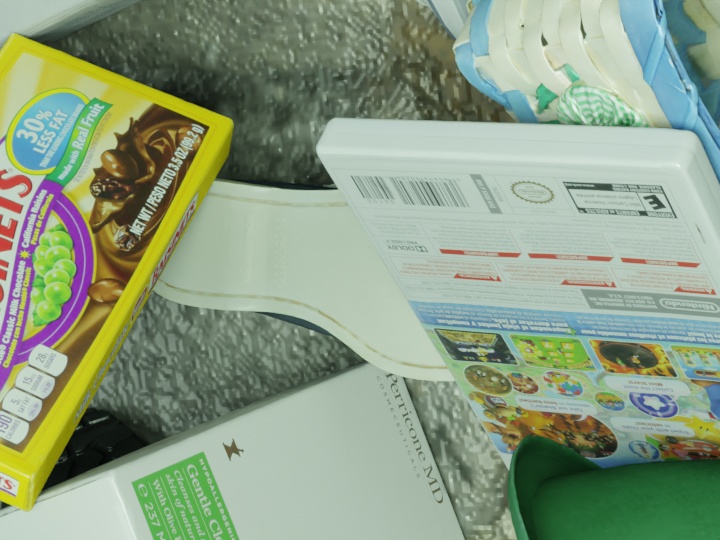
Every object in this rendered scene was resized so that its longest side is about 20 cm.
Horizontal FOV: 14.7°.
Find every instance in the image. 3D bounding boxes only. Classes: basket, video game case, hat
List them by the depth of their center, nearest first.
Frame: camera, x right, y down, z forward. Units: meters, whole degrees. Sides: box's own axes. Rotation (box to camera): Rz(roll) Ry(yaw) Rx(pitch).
[{"bbox_3d":[0.149,-0.080,0.954,0.199,0.140,0.176,-17,130,38],"label":"basket"},{"bbox_3d":[0.177,0.087,0.967,0.176,0.200,0.166,-38,42,18],"label":"hat"},{"bbox_3d":[0.084,0.019,0.995,0.142,0.018,0.200,4,143,32],"label":"video game case"}]

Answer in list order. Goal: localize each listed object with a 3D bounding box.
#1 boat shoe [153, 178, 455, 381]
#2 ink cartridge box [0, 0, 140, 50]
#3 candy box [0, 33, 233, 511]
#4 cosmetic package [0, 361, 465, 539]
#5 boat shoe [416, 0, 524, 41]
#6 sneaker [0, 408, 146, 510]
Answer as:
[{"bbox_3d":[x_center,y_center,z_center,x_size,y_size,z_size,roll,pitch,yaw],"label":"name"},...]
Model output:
[{"bbox_3d":[0.000,0.000,1.129,0.199,0.062,0.075,7,99,35],"label":"boat shoe"},{"bbox_3d":[-0.148,-0.198,1.160,0.175,0.084,0.201,-19,94,40],"label":"ink cartridge box"},{"bbox_3d":[-0.131,-0.005,1.073,0.102,0.200,0.026,20,139,7],"label":"candy box"},{"bbox_3d":[-0.050,0.112,1.099,0.085,0.200,0.108,-22,90,35],"label":"cosmetic package"},{"bbox_3d":[0.017,-0.157,1.036,0.065,0.073,0.201,35,156,45],"label":"boat shoe"},{"bbox_3d":[-0.098,0.156,1.215,0.075,0.088,0.201,-24,56,-7],"label":"sneaker"}]
